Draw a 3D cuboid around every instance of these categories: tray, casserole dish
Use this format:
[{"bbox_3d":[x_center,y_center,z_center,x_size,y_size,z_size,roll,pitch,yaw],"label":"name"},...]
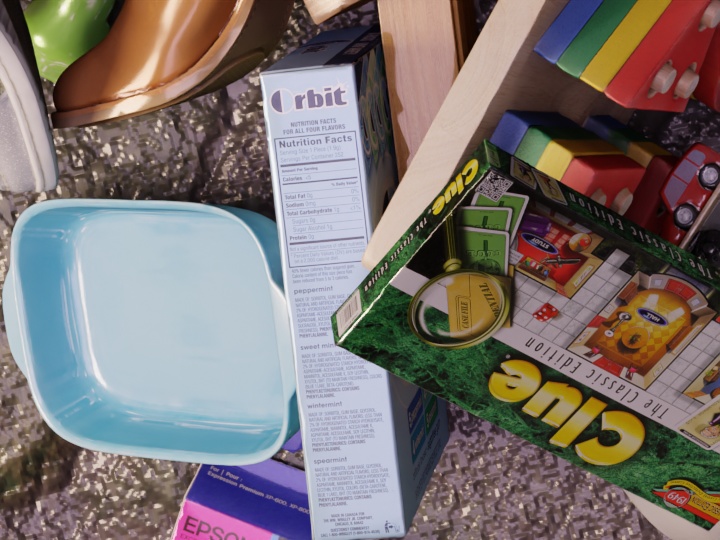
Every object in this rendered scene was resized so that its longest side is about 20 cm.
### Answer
[{"bbox_3d":[0.028,-0.140,1.234,0.037,0.099,0.202,-5,100,8],"label":"tray"},{"bbox_3d":[-0.088,0.024,1.274,0.199,0.039,0.122,2,103,43],"label":"casserole dish"}]

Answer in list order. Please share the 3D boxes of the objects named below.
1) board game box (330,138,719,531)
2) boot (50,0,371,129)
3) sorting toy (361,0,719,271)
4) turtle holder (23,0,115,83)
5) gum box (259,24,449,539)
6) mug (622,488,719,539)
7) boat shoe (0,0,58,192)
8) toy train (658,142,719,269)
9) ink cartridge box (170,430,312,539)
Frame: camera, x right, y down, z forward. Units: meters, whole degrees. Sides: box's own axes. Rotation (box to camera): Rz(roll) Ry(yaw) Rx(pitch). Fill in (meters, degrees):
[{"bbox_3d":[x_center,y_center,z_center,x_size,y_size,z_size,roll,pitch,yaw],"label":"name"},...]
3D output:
[{"bbox_3d":[0.097,0.030,1.115,0.199,0.024,0.105,26,123,-25],"label":"board game box"},{"bbox_3d":[-0.081,-0.158,1.193,0.199,0.077,0.156,-27,91,34],"label":"boot"},{"bbox_3d":[0.108,-0.074,1.177,0.069,0.200,0.200,33,104,18],"label":"sorting toy"},{"bbox_3d":[-0.199,-0.168,1.257,0.132,0.185,0.141,-51,48,27],"label":"turtle holder"},{"bbox_3d":[0.000,0.000,1.228,0.044,0.170,0.202,-4,100,9],"label":"gum box"},{"bbox_3d":[0.195,0.063,1.229,0.153,0.149,0.187,-35,87,21],"label":"mug"},{"bbox_3d":[-0.180,-0.108,1.168,0.064,0.075,0.203,-20,137,2],"label":"boat shoe"},{"bbox_3d":[0.149,-0.029,1.173,0.046,0.034,0.201,34,95,19],"label":"toy train"},{"bbox_3d":[-0.055,0.171,1.338,0.094,0.037,0.201,20,101,4],"label":"ink cartridge box"}]
